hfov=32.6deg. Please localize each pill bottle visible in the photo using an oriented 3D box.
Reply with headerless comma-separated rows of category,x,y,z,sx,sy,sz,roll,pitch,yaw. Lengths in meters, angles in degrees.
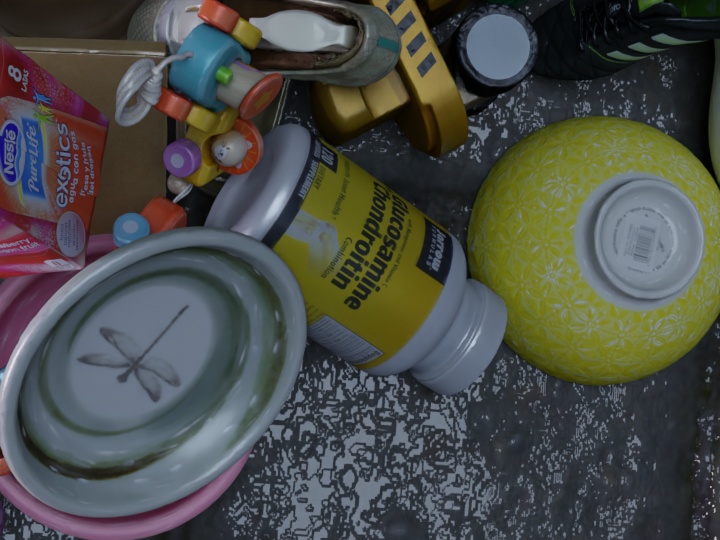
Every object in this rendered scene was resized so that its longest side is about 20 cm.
pill bottle,0.000,0.000,0.822,0.199,0.112,0.113,34,82,-22

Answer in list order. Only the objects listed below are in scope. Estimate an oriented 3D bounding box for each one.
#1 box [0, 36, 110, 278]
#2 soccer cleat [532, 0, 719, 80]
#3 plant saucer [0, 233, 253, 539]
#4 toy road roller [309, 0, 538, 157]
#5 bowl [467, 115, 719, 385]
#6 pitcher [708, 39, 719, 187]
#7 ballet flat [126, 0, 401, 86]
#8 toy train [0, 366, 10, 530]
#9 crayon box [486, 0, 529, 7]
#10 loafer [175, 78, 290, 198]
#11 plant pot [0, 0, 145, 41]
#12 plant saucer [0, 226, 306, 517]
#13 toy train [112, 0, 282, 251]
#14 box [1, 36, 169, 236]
box,-0.251,-0.052,0.682,0.198,0.100,0.096,-6,67,26
soccer cleat,0.195,-0.179,0.849,0.198,0.081,0.068,-8,79,32
plant saucer,-0.163,0.077,0.828,0.198,0.051,0.203,0,91,-7
toy road roller,0.018,-0.172,0.841,0.145,0.123,0.201,-28,92,-8
bowl,0.183,-0.018,0.866,0.198,0.108,0.203,0,87,-9
pitcher,0.330,-0.127,0.900,0.170,0.121,0.202,-6,76,-22
ballet flat,-0.071,-0.154,0.778,0.198,0.062,0.068,5,93,20
toy train,-0.210,0.169,0.764,0.149,0.056,0.201,-27,96,-1
crayon box,0.155,-0.277,0.879,0.199,0.058,0.120,-29,92,-24
loafer,-0.082,-0.151,0.851,0.075,0.067,0.202,11,85,-8
plant pot,-0.207,-0.246,0.803,0.200,0.092,0.203,-25,127,-38
plant saucer,-0.127,0.054,0.740,0.199,0.050,0.202,-22,133,-26
toy train,-0.100,-0.062,0.734,0.055,0.201,0.151,29,55,6
box,-0.225,-0.073,0.801,0.198,0.021,0.165,0,125,-10
